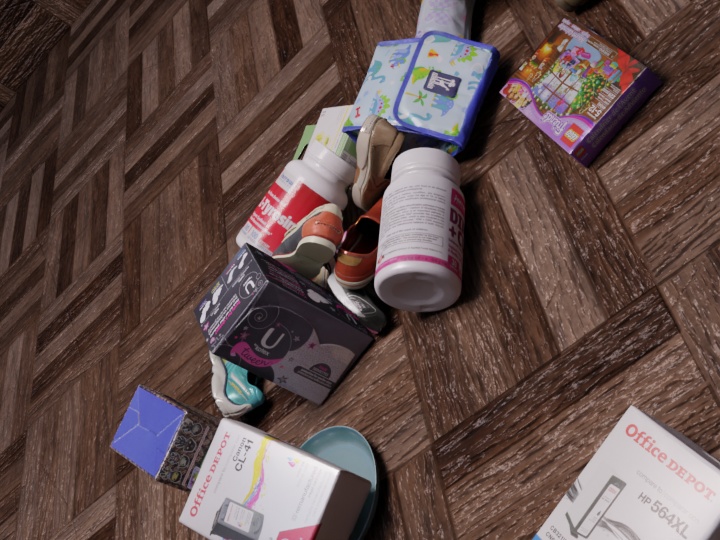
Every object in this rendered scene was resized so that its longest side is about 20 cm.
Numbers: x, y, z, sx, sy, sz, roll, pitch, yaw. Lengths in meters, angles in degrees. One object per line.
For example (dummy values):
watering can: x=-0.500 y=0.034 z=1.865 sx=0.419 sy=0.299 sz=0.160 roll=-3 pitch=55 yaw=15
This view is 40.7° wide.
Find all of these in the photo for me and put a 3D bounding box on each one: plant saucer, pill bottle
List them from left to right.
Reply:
pill bottle: x=-0.092 y=-0.095 z=1.490 sx=0.200 sy=0.112 sz=0.112 roll=-55 pitch=35 yaw=5
plant saucer: x=-0.044 y=0.300 z=1.253 sx=0.200 sy=0.027 sz=0.201 roll=-30 pitch=45 yaw=34
pill bottle: x=0.082 y=-0.056 z=1.290 sx=0.113 sy=0.113 sz=0.201 roll=-24 pitch=48 yaw=39

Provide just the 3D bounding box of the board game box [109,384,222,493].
board game box: x=-0.216 y=0.253 z=1.348 sx=0.159 sy=0.200 sz=0.097 roll=13 pitch=75 yaw=53

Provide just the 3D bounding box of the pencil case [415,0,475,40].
pencil case: x=0.140 y=-0.407 z=1.510 sx=0.090 sy=0.083 sz=0.201 roll=8 pitch=65 yaw=13

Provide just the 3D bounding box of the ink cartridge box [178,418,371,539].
ink cartridge box: x=-0.107 y=0.287 z=1.199 sx=0.199 sy=0.086 sz=0.148 roll=16 pitch=78 yaw=34

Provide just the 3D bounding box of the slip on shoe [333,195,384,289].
slip on shoe: x=0.023 y=-0.055 z=1.356 sx=0.074 sy=0.061 sz=0.200 roll=18 pitch=44 yaw=20

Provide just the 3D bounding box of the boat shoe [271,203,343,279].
boat shoe: x=-0.075 y=-0.037 z=1.361 sx=0.200 sy=0.071 sz=0.063 roll=146 pitch=141 yaw=-65

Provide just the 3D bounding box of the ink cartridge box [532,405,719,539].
ink cartridge box: x=0.254 y=0.246 z=0.878 sx=0.200 sy=0.084 sz=0.146 roll=-56 pitch=35 yaw=4

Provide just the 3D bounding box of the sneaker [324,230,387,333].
sneaker: x=0.000 y=0.000 z=1.385 sx=0.086 sy=0.080 sz=0.200 roll=-39 pitch=44 yaw=9

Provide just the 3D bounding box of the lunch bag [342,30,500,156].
lunch bag: x=0.095 y=-0.249 z=1.421 sx=0.199 sy=0.127 sz=0.171 roll=6 pitch=67 yaw=39

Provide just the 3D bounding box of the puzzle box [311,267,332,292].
puzzle box: x=-0.087 y=-0.002 z=1.534 sx=0.133 sy=0.025 sz=0.201 roll=-29 pitch=44 yaw=35

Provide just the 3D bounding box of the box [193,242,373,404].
box: x=-0.107 y=0.078 z=1.345 sx=0.132 sy=0.200 sz=0.115 roll=-52 pitch=34 yaw=10

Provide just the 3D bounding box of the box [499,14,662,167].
box: x=0.277 y=-0.235 z=1.249 sx=0.137 sy=0.039 sz=0.200 roll=-50 pitch=36 yaw=13

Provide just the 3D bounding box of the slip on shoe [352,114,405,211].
slip on shoe: x=0.031 y=-0.145 z=1.400 sx=0.060 sy=0.200 sz=0.076 roll=23 pitch=59 yaw=12

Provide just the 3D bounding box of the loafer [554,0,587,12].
loafer: x=0.318 y=-0.452 z=1.337 sx=0.067 sy=0.076 sz=0.201 roll=-2 pitch=73 yaw=49

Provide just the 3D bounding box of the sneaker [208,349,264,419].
sneaker: x=-0.188 y=0.155 z=1.517 sx=0.079 sy=0.078 sz=0.200 roll=-20 pitch=37 yaw=1

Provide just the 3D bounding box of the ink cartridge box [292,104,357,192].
ink cartridge box: x=-0.072 y=-0.202 z=1.649 sx=0.200 sy=0.048 sz=0.146 roll=5 pitch=69 yaw=50
